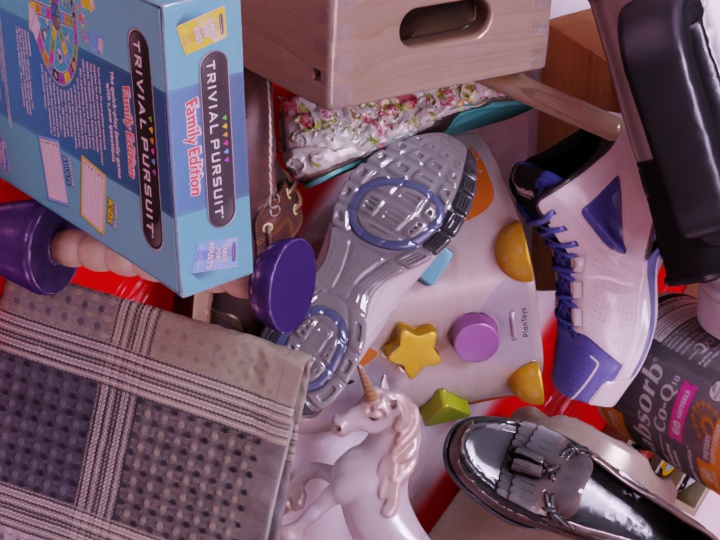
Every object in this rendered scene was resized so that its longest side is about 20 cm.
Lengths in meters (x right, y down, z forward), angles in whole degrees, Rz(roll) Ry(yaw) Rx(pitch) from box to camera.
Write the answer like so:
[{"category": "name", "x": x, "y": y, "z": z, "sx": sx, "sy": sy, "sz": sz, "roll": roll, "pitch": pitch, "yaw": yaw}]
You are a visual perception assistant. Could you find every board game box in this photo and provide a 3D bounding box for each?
[{"category": "board game box", "x": -0.131, "y": -0.094, "z": 0.986, "sx": 0.047, "sy": 0.200, "sz": 0.152, "roll": -20, "pitch": 122, "yaw": -33}]

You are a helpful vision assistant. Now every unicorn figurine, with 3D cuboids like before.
[{"category": "unicorn figurine", "x": 0.002, "y": 0.160, "z": 1.251, "sx": 0.137, "sy": 0.074, "sz": 0.201, "roll": -28, "pitch": 101, "yaw": 20}]

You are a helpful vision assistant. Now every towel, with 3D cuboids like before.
[{"category": "towel", "x": -0.133, "y": 0.109, "z": 1.106, "sx": 0.035, "sy": 0.199, "sz": 0.194, "roll": -29, "pitch": 136, "yaw": -70}]

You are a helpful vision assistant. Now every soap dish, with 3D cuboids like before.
[{"category": "soap dish", "x": 0.193, "y": -0.089, "z": 1.325, "sx": 0.157, "sy": 0.081, "sz": 0.201, "roll": -17, "pitch": 121, "yaw": -32}]

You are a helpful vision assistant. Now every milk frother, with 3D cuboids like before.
[{"category": "milk frother", "x": 0.250, "y": -0.105, "z": 1.109, "sx": 0.199, "sy": 0.181, "sz": 0.189, "roll": -17, "pitch": 93, "yaw": 6}]

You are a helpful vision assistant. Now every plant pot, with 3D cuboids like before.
[{"category": "plant pot", "x": 0.129, "y": 0.207, "z": 1.359, "sx": 0.200, "sy": 0.200, "sz": 0.184, "roll": 41, "pitch": 71, "yaw": -42}]

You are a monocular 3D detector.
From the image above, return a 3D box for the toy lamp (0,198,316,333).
[{"category": "toy lamp", "x": -0.124, "y": -0.005, "z": 1.040, "sx": 0.058, "sy": 0.199, "sz": 0.059, "roll": -30, "pitch": 125, "yaw": -57}]

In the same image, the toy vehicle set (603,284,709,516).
[{"category": "toy vehicle set", "x": 0.273, "y": 0.086, "z": 1.507, "sx": 0.124, "sy": 0.026, "sz": 0.201, "roll": 28, "pitch": 92, "yaw": -42}]

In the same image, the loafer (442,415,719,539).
[{"category": "loafer", "x": 0.152, "y": 0.148, "z": 1.258, "sx": 0.199, "sy": 0.063, "sz": 0.072, "roll": 28, "pitch": 68, "yaw": -13}]

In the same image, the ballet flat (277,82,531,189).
[{"category": "ballet flat", "x": 0.031, "y": -0.108, "z": 1.202, "sx": 0.199, "sy": 0.076, "sz": 0.064, "roll": -21, "pitch": 89, "yaw": -36}]

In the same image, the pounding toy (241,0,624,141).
[{"category": "pounding toy", "x": 0.027, "y": -0.153, "z": 1.094, "sx": 0.199, "sy": 0.184, "sz": 0.143, "roll": -14, "pitch": 119, "yaw": -33}]

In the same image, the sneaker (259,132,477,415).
[{"category": "sneaker", "x": 0.000, "y": 0.000, "z": 1.168, "sx": 0.200, "sy": 0.074, "sz": 0.087, "roll": -53, "pitch": 176, "yaw": -8}]

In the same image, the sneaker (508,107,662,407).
[{"category": "sneaker", "x": 0.143, "y": -0.021, "z": 1.237, "sx": 0.115, "sy": 0.081, "sz": 0.201, "roll": 13, "pitch": 103, "yaw": -19}]

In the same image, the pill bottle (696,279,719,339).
[{"category": "pill bottle", "x": 0.278, "y": -0.055, "z": 1.273, "sx": 0.119, "sy": 0.120, "sz": 0.201, "roll": -17, "pitch": 121, "yaw": -32}]

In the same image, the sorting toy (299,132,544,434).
[{"category": "sorting toy", "x": 0.021, "y": 0.037, "z": 1.258, "sx": 0.179, "sy": 0.107, "sz": 0.201, "roll": -16, "pitch": 121, "yaw": -10}]

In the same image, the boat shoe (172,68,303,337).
[{"category": "boat shoe", "x": -0.070, "y": -0.034, "z": 1.147, "sx": 0.070, "sy": 0.071, "sz": 0.201, "roll": 0, "pitch": 121, "yaw": -17}]

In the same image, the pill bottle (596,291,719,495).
[{"category": "pill bottle", "x": 0.239, "y": 0.083, "z": 1.362, "sx": 0.116, "sy": 0.200, "sz": 0.117, "roll": -17, "pitch": 120, "yaw": -32}]
